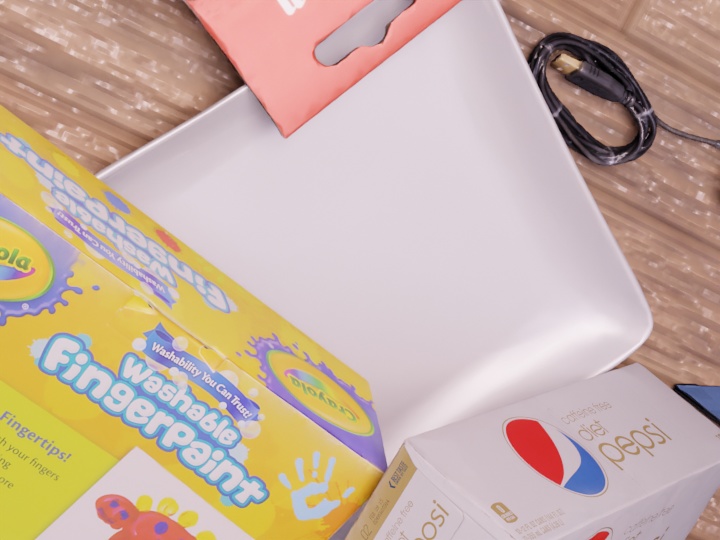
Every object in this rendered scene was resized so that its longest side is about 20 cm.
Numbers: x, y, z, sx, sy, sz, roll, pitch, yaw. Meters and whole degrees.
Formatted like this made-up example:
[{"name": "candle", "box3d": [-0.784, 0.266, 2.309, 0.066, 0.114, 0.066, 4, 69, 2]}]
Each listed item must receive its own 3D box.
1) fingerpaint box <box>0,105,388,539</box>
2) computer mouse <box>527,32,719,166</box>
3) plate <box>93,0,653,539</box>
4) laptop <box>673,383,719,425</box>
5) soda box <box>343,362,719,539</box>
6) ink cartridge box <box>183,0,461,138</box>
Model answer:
[{"name": "fingerpaint box", "box3d": [-0.118, 0.060, 0.688, 0.199, 0.074, 0.167, 37, 107, -22]}, {"name": "computer mouse", "box3d": [0.157, -0.053, 0.800, 0.198, 0.034, 0.059, 17, 101, -24]}, {"name": "plate", "box3d": [0.000, 0.000, 0.759, 0.199, 0.032, 0.201, -34, 115, -8]}, {"name": "laptop", "box3d": [0.272, 0.037, 0.786, 0.116, 0.187, 0.200, 40, 91, -27]}, {"name": "soda box", "box3d": [0.074, 0.093, 0.736, 0.199, 0.064, 0.068, -11, 135, -57]}, {"name": "ink cartridge box", "box3d": [-0.042, -0.156, 0.666, 0.109, 0.050, 0.201, -38, 104, -5]}]
